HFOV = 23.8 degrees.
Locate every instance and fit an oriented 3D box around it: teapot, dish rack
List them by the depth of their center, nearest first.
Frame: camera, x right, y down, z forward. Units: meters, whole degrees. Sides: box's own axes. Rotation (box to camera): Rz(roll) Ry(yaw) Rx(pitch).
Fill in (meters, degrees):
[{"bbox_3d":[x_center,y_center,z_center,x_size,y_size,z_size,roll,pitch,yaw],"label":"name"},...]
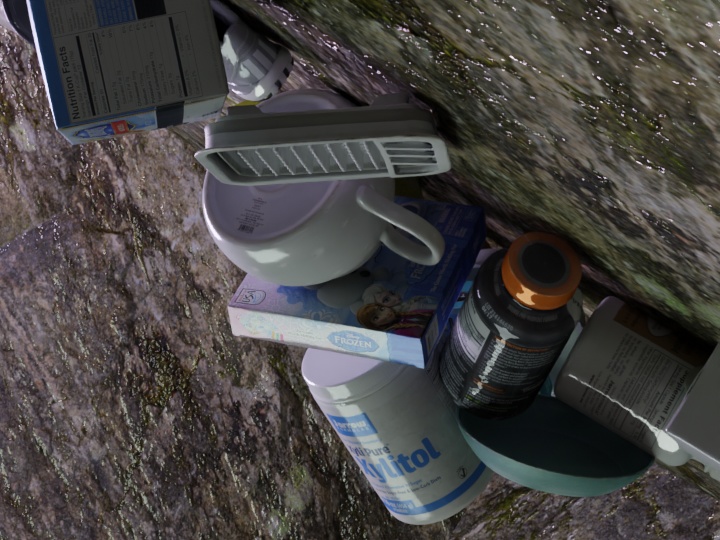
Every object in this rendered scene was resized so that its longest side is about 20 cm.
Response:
[{"bbox_3d":[-0.028,-0.106,1.389,0.197,0.044,0.172,-4,174,5],"label":"dish rack"},{"bbox_3d":[-0.038,-0.061,1.596,0.146,0.196,0.201,42,-156,-47],"label":"teapot"}]

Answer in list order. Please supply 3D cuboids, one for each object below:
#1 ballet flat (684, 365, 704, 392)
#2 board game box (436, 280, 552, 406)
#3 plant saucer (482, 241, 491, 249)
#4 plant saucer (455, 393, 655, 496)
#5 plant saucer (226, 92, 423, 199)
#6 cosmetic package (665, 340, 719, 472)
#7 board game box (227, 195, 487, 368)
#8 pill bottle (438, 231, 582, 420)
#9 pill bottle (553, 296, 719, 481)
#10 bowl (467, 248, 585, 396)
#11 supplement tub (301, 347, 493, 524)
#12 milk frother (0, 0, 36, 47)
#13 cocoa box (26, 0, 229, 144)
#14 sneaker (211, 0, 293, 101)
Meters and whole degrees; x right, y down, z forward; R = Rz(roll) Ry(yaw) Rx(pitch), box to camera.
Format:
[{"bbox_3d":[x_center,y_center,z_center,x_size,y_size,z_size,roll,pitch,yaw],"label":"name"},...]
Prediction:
[{"bbox_3d":[0.389,0.135,1.542,0.199,0.068,0.064,32,150,8],"label":"ballet flat"},{"bbox_3d":[0.086,0.087,1.783,0.198,0.047,0.152,-6,125,21],"label":"board game box"},{"bbox_3d":[0.073,0.036,1.878,0.199,0.202,0.032,34,171,-23],"label":"plant saucer"},{"bbox_3d":[0.186,0.173,1.665,0.198,0.036,0.200,9,-163,-3],"label":"plant saucer"},{"bbox_3d":[-0.028,-0.126,1.814,0.199,0.048,0.200,35,177,-23],"label":"plant saucer"},{"bbox_3d":[0.373,0.153,1.460,0.199,0.102,0.074,33,177,32],"label":"cosmetic package"},{"bbox_3d":[0.000,0.000,1.659,0.197,0.201,0.044,8,131,20],"label":"board game box"},{"bbox_3d":[0.146,0.048,1.608,0.106,0.106,0.201,33,145,9],"label":"pill bottle"},{"bbox_3d":[0.295,0.121,1.638,0.199,0.115,0.114,31,177,12],"label":"pill bottle"},{"bbox_3d":[0.157,0.047,1.823,0.199,0.091,0.203,12,132,13],"label":"bowl"},{"bbox_3d":[0.041,0.145,1.726,0.201,0.132,0.132,57,166,-28],"label":"supplement tub"},{"bbox_3d":[-0.377,-0.276,1.704,0.180,0.201,0.188,39,174,-32],"label":"milk frother"},{"bbox_3d":[-0.180,-0.176,1.311,0.200,0.130,0.135,-171,68,-83],"label":"cocoa box"},{"bbox_3d":[-0.154,-0.219,1.528,0.199,0.076,0.115,17,161,44],"label":"sneaker"}]
